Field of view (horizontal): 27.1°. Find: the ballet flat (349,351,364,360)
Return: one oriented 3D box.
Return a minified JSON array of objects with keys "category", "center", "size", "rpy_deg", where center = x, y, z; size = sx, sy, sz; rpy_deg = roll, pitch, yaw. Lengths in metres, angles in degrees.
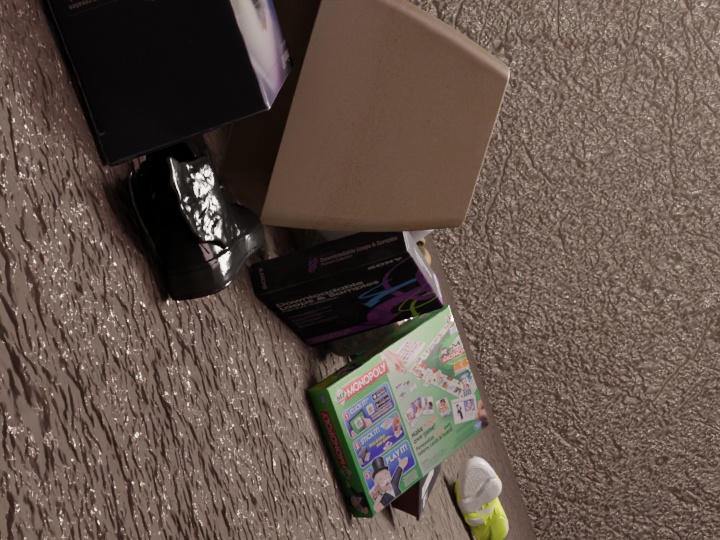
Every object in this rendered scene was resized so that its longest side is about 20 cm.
[{"category":"ballet flat","center":[0.019,0.099,1.722],"size":[0.068,0.067,0.202],"rpy_deg":[105,-30,-82]}]

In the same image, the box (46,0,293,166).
[{"category":"box","center":[-0.135,-0.200,1.018],"size":[0.200,0.122,0.200],"rpy_deg":[-83,155,-73]}]

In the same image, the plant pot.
[{"category":"plant pot","center":[0.007,-0.132,1.223],"size":[0.200,0.176,0.201],"rpy_deg":[-135,-120,-71]}]

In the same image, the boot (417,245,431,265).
[{"category":"boot","center":[0.049,0.060,1.789],"size":[0.200,0.072,0.168],"rpy_deg":[-5,-79,69]}]

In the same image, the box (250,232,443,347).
[{"category":"box","center":[-0.007,0.016,1.388],"size":[0.200,0.142,0.036],"rpy_deg":[52,22,-68]}]

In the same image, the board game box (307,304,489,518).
[{"category":"board game box","center":[0.042,0.135,1.468],"size":[0.199,0.029,0.136],"rpy_deg":[-30,105,-44]}]

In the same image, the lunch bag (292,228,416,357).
[{"category":"lunch bag","center":[0.000,0.000,1.594],"size":[0.200,0.117,0.165],"rpy_deg":[24,49,-87]}]

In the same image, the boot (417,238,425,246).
[{"category":"boot","center":[0.068,-0.104,2.563],"size":[0.200,0.072,0.157],"rpy_deg":[31,41,-77]}]

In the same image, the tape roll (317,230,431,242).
[{"category":"tape roll","center":[-0.008,-0.104,1.424],"size":[0.202,0.071,0.203],"rpy_deg":[46,22,-25]}]

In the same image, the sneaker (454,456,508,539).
[{"category":"sneaker","center":[0.177,0.344,2.361],"size":[0.105,0.075,0.201],"rpy_deg":[-118,-170,-48]}]

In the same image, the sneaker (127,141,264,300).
[{"category":"sneaker","center":[-0.115,-0.047,1.038],"size":[0.200,0.059,0.105],"rpy_deg":[-74,150,-72]}]

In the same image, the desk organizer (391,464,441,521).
[{"category":"desk organizer","center":[0.042,0.184,1.612],"size":[0.201,0.076,0.072],"rpy_deg":[88,25,-55]}]
